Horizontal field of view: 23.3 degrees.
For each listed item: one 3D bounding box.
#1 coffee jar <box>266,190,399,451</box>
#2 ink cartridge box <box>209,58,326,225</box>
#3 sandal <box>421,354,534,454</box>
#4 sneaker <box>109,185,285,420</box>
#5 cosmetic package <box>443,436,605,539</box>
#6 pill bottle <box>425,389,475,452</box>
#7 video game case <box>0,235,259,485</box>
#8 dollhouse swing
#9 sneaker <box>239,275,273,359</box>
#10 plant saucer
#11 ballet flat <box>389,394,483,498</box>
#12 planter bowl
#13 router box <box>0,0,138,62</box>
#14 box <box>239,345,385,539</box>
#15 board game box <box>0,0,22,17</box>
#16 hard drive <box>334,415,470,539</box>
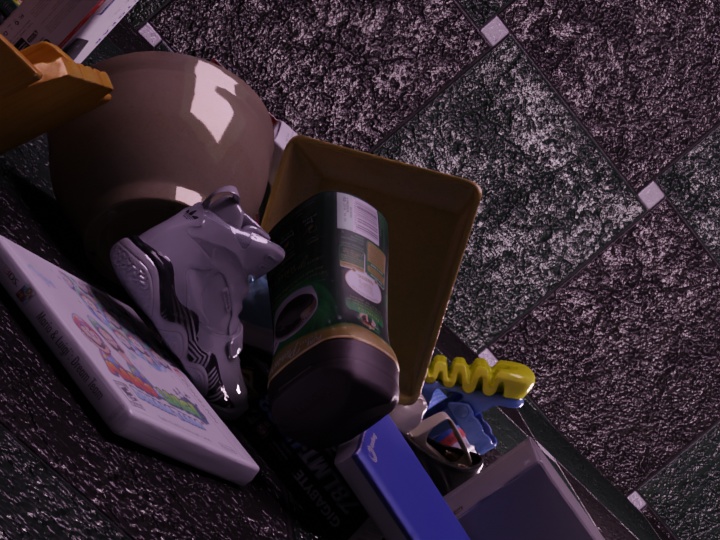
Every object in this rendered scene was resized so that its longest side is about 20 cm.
[{"bbox_3d":[-0.024,0.040,1.391,0.085,0.104,0.201,30,39,-32],"label":"coffee jar"},{"bbox_3d":[-0.143,-0.078,1.643,0.173,0.200,0.044,42,33,-22],"label":"ink cartridge box"},{"bbox_3d":[0.058,0.120,1.624,0.199,0.088,0.079,9,10,8],"label":"sandal"},{"bbox_3d":[-0.106,0.026,1.367,0.075,0.115,0.200,42,-16,47],"label":"sneaker"},{"bbox_3d":[0.167,0.260,1.538,0.201,0.107,0.090,56,6,-6],"label":"cosmetic package"},{"bbox_3d":[0.018,0.132,1.714,0.200,0.112,0.112,47,6,16],"label":"pill bottle"},{"bbox_3d":[-0.169,0.067,1.250,0.182,0.024,0.200,48,5,27],"label":"video game case"},{"bbox_3d":[-0.316,-0.182,1.322,0.177,0.181,0.200,66,7,3],"label":"dollhouse swing"},{"bbox_3d":[-0.089,0.029,1.525,0.199,0.082,0.074,18,-10,18],"label":"sneaker"},{"bbox_3d":[0.000,0.000,1.548,0.199,0.201,0.048,17,-2,26],"label":"plant saucer"},{"bbox_3d":[0.041,0.141,1.556,0.200,0.068,0.068,40,6,-39],"label":"ballet flat"},{"bbox_3d":[-0.173,-0.067,1.498,0.200,0.200,0.135,41,34,-39],"label":"planter bowl"},{"bbox_3d":[-0.277,-0.208,1.563,0.049,0.200,0.180,43,6,-4],"label":"router box"},{"bbox_3d":[-0.021,0.166,1.512,0.200,0.050,0.198,48,5,28],"label":"box"},{"bbox_3d":[-0.448,-0.346,2.264,0.200,0.023,0.105,48,8,29],"label":"board game box"},{"bbox_3d":[0.049,0.207,1.415,0.201,0.025,0.132,57,14,-11],"label":"hard drive"}]
